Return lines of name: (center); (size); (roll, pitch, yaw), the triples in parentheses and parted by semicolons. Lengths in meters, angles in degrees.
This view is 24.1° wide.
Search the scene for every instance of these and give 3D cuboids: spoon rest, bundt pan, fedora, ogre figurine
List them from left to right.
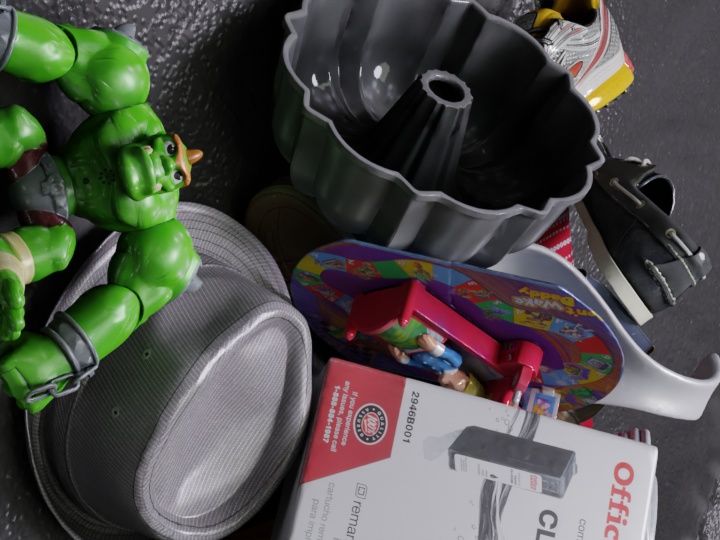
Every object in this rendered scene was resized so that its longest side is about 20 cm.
ogre figurine: (-0.147, -0.045, 0.841); (0.119, 0.098, 0.201); (-19, 82, -31)
fedora: (-0.087, 0.068, 0.918); (0.177, 0.090, 0.201); (45, 71, -38)
bundt pan: (0.037, -0.079, 0.979); (0.201, 0.202, 0.076); (-24, 152, -42)
spoon rest: (0.137, 0.046, 1.041); (0.199, 0.061, 0.100); (20, 107, -14)

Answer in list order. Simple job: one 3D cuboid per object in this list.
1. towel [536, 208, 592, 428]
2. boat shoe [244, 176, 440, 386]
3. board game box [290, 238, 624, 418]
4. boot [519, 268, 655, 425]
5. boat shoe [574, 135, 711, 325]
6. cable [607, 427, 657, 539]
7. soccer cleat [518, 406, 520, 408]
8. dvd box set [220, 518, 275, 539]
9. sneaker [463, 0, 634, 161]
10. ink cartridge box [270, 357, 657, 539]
towel: (0.116, 0.056, 1.206); (0.144, 0.022, 0.202); (-29, 119, -41)
boat shoe: (0.000, 0.000, 1.040); (0.200, 0.072, 0.072); (45, 42, -36)
board game box: (0.049, 0.049, 0.963); (0.158, 0.198, 0.039); (83, 22, -61)
boot: (0.106, 0.010, 1.099); (0.097, 0.075, 0.201); (-36, 105, -2)
boat shoe: (0.184, -0.043, 1.146); (0.067, 0.201, 0.072); (-37, 122, 15)
cable: (0.176, 0.215, 1.219); (0.200, 0.069, 0.202); (73, 23, -66)
soccer cleat: (0.023, 0.151, 1.034); (0.200, 0.086, 0.070); (-46, 106, -25)
dvd box set: (-0.079, 0.236, 1.024); (0.199, 0.029, 0.148); (-11, 106, -46)
sneaker: (0.109, -0.126, 1.126); (0.200, 0.077, 0.083); (-43, 122, -43)
ink cartridge box: (0.055, 0.150, 0.944); (0.198, 0.084, 0.145); (16, 69, -7)
